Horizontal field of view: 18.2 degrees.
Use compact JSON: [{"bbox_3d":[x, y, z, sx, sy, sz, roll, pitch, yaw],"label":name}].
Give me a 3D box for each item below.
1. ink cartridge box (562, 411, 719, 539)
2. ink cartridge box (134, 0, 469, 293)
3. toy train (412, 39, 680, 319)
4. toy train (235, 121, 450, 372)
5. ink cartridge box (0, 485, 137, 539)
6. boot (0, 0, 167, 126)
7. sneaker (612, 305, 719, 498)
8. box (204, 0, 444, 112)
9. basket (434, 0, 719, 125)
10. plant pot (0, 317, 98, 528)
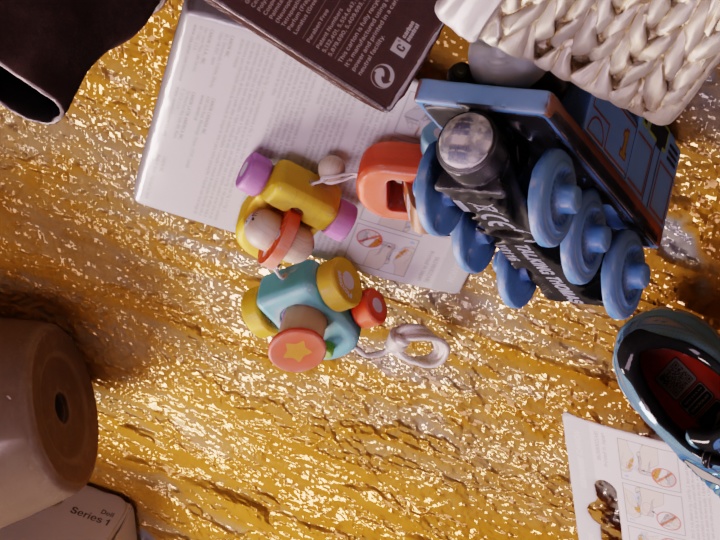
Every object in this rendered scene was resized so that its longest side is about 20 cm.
[{"bbox_3d":[0.224,0.148,1.312,0.199,0.050,0.163,14,136,27],"label":"ink cartridge box"},{"bbox_3d":[-0.015,-0.075,1.253,0.199,0.047,0.160,16,139,-6],"label":"ink cartridge box"},{"bbox_3d":[0.091,-0.051,1.097,0.086,0.115,0.200,6,163,28],"label":"toy train"},{"bbox_3d":[0.000,0.000,1.254,0.149,0.056,0.200,10,138,4],"label":"toy train"},{"bbox_3d":[-0.239,0.240,1.653,0.146,0.084,0.201,16,137,17],"label":"ink cartridge box"},{"bbox_3d":[-0.185,-0.187,1.139,0.200,0.167,0.072,42,138,-11],"label":"boot"},{"bbox_3d":[0.205,0.099,1.190,0.200,0.090,0.078,40,100,15],"label":"sneaker"},{"bbox_3d":[-0.059,-0.162,1.103,0.200,0.075,0.100,30,-177,-16],"label":"box"},{"bbox_3d":[0.139,-0.177,0.974,0.123,0.136,0.200,31,140,-2],"label":"basket"},{"bbox_3d":[-0.271,0.104,1.487,0.174,0.201,0.201,-11,126,15],"label":"plant pot"}]
